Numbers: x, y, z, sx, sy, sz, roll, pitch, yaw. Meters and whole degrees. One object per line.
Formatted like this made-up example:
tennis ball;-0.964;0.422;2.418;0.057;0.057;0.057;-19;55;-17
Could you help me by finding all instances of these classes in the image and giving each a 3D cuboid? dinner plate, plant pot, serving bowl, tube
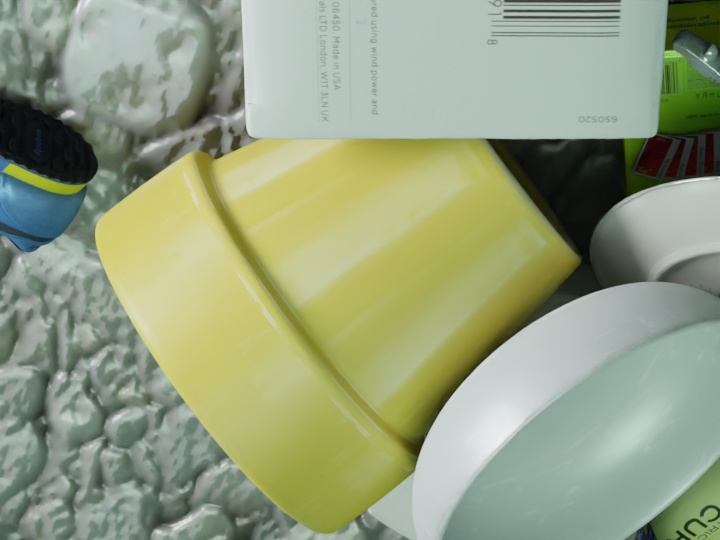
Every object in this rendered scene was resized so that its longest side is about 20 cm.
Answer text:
dinner plate;0.210;0.014;1.259;0.200;0.024;0.200;14;152;7
plant pot;0.000;0.000;1.278;0.189;0.201;0.201;-36;119;8
serving bowl;0.103;0.073;1.252;0.200;0.066;0.200;-27;149;-18
tube;0.204;0.135;1.454;0.058;0.052;0.200;42;122;-1

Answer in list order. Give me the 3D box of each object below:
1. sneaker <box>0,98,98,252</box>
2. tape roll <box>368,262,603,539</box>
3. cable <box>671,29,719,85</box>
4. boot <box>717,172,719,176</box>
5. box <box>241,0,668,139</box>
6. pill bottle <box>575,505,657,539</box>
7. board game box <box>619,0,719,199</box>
sneaker;-0.237;-0.068;1.298;0.200;0.066;0.078;27;126;-18
tape roll;0.086;0.081;1.422;0.203;0.037;0.203;0;126;0
cable;0.276;-0.121;1.202;0.200;0.069;0.200;44;94;2
boot;0.243;0.008;1.331;0.166;0.072;0.200;14;148;-5
box;0.042;-0.176;1.175;0.200;0.131;0.199;0;126;1
pill bottle;0.130;0.201;1.418;0.111;0.111;0.200;-18;125;13
board game box;0.232;-0.088;1.289;0.200;0.048;0.102;-5;127;4
